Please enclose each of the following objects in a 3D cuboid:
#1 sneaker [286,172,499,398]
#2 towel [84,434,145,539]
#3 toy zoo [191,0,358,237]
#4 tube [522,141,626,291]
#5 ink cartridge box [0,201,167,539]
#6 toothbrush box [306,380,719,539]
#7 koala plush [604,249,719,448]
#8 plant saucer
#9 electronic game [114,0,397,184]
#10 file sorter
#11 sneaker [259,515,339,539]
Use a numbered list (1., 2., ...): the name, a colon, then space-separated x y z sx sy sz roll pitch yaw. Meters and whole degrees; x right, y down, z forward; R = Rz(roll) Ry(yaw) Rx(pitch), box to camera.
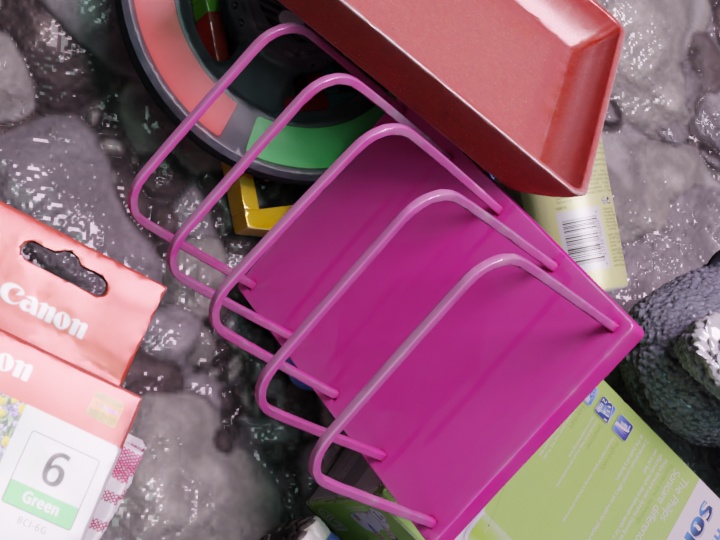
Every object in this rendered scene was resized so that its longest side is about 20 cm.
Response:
1. sneaker: 0.042 -0.007 0.814 0.201 0.078 0.070 -59 138 -11
2. towel: -0.203 0.139 0.704 0.146 0.030 0.201 31 67 -19
3. toy zoo: -0.023 -0.096 0.851 0.131 0.020 0.201 -8 83 -29
4. tube: 0.116 -0.083 0.890 0.052 0.058 0.201 -11 90 16
5. ink cartridge box: -0.167 0.069 0.693 0.109 0.050 0.201 28 70 -18
6. toothbrush box: 0.094 0.136 0.831 0.200 0.086 0.146 43 63 -13
7. koala plush: 0.232 0.060 0.877 0.199 0.177 0.185 11 85 -30
8. plant saucer: 0.044 -0.137 0.778 0.199 0.037 0.200 38 34 -10
9. electronic game: -0.038 -0.145 0.817 0.199 0.042 0.201 6 77 -27
10. file sorter: 0.000 0.000 0.702 0.139 0.200 0.125 -48 140 10
11. sneaker: -0.049 0.224 0.742 0.089 0.078 0.200 41 64 -13
